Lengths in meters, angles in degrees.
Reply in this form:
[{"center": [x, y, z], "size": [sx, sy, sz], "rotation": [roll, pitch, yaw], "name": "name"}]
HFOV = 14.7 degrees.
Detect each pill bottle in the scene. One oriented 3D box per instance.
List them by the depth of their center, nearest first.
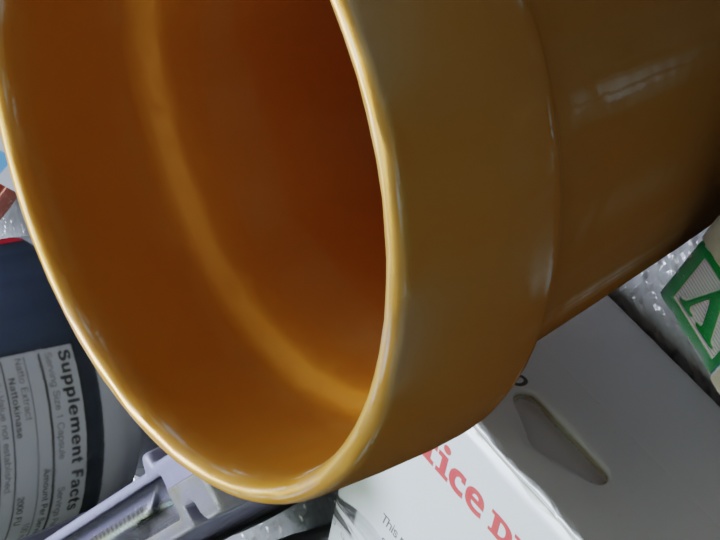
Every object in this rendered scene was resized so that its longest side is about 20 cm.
[{"center": [-0.151, 0.051, 1.071], "size": [0.119, 0.199, 0.120], "rotation": [27, 123, 53], "name": "pill bottle"}]

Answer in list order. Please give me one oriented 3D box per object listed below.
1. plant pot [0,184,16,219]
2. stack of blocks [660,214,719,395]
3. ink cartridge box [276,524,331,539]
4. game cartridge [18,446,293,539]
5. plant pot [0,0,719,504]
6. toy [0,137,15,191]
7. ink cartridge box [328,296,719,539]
[{"center": [-0.256, -0.115, 1.186], "size": [0.195, 0.200, 0.202], "rotation": [52, 144, 43], "name": "plant pot"}, {"center": [0.162, 0.065, 0.737], "size": [0.201, 0.058, 0.115], "rotation": [60, 146, 19], "name": "stack of blocks"}, {"center": [-0.031, 0.208, 1.020], "size": [0.084, 0.144, 0.201], "rotation": [-22, 86, 59], "name": "ink cartridge box"}, {"center": [-0.045, 0.073, 0.992], "size": [0.039, 0.129, 0.200], "rotation": [60, 147, 4], "name": "game cartridge"}, {"center": [0.023, -0.059, 0.773], "size": [0.200, 0.182, 0.201], "rotation": [32, 131, 46], "name": "plant pot"}, {"center": [-0.079, -0.042, 0.970], "size": [0.200, 0.115, 0.047], "rotation": [-39, 28, 55], "name": "toy"}, {"center": [0.059, 0.120, 0.898], "size": [0.144, 0.083, 0.201], "rotation": [47, 141, 36], "name": "ink cartridge box"}]
